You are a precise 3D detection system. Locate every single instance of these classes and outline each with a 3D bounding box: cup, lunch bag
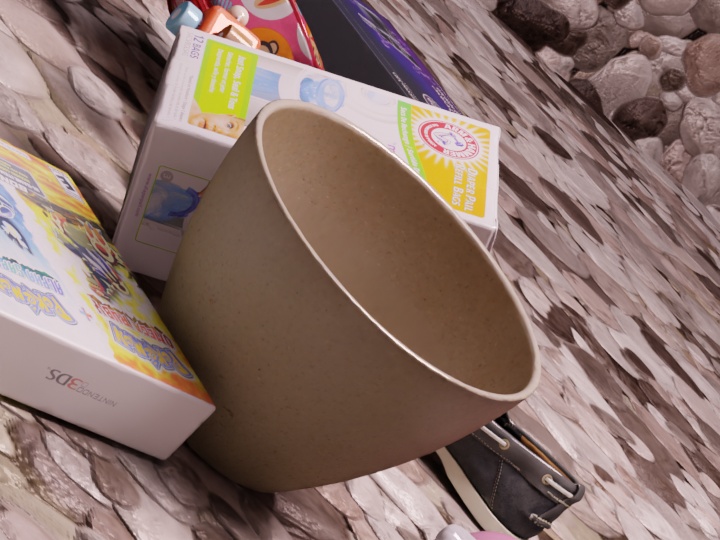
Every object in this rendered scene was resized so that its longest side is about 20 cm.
[{"bbox_3d":[-0.026,0.033,1.414,0.200,0.143,0.200,39,22,-19],"label":"cup"},{"bbox_3d":[-0.089,-0.184,1.894,0.200,0.082,0.176,86,-19,-76],"label":"lunch bag"}]

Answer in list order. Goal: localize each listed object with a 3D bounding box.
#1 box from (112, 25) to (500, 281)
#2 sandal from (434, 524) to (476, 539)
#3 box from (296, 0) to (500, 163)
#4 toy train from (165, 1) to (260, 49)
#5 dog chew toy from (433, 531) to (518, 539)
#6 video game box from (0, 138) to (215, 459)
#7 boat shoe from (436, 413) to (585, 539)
[{"bbox_3d":[-0.029,-0.043,1.553,0.200,0.101,0.113,18,34,-6],"label":"box"},{"bbox_3d":[0.043,0.210,1.285,0.079,0.059,0.207,45,25,-28],"label":"sandal"},{"bbox_3d":[0.010,-0.152,2.310,0.141,0.079,0.200,25,24,-51],"label":"box"},{"bbox_3d":[-0.055,-0.072,1.706,0.200,0.150,0.056,44,-32,-20],"label":"toy train"},{"bbox_3d":[0.107,0.209,1.385,0.200,0.125,0.125,40,11,11],"label":"dog chew toy"},{"bbox_3d":[-0.178,-0.008,1.314,0.200,0.047,0.182,29,23,-52],"label":"video game box"},{"bbox_3d":[0.065,0.079,1.730,0.200,0.068,0.072,55,18,12],"label":"boat shoe"}]
